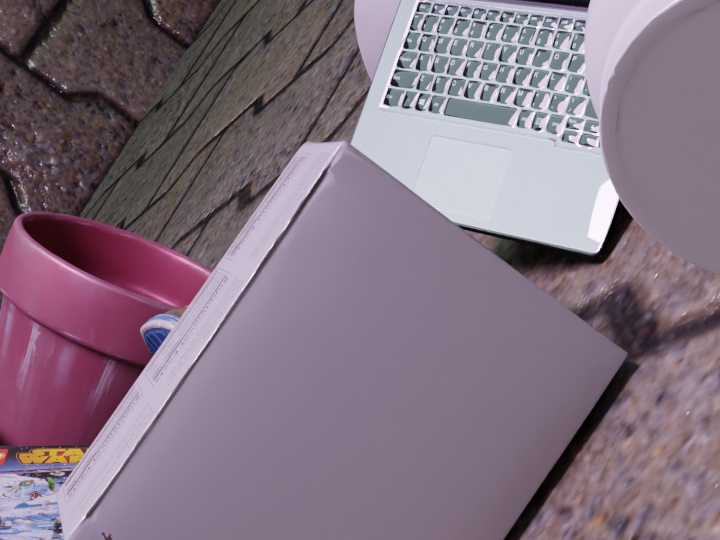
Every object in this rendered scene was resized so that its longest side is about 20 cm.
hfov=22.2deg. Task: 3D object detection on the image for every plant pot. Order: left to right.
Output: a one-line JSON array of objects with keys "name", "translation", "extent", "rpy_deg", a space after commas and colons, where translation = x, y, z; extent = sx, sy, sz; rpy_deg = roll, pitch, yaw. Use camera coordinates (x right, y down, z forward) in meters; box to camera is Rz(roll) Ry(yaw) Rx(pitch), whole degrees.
[{"name": "plant pot", "translation": [-0.212, 0.073, 1.462], "extent": [0.200, 0.199, 0.180], "rpy_deg": [-112, 44, -75]}]

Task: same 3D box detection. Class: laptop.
[{"name": "laptop", "translation": [0.052, -0.131, 0.921], "extent": [0.187, 0.116, 0.201], "rpy_deg": [15, 82, 44]}]

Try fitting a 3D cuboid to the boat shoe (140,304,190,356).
[{"name": "boat shoe", "translation": [-0.100, 0.053, 1.255], "extent": [0.072, 0.072, 0.200], "rpy_deg": [-40, -8, -12]}]

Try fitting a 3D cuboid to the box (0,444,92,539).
[{"name": "box", "translation": [-0.127, 0.135, 0.992], "extent": [0.137, 0.199, 0.040], "rpy_deg": [-106, 16, -74]}]

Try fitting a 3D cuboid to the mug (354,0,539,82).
[{"name": "mug", "translation": [0.092, -0.174, 1.052], "extent": [0.149, 0.188, 0.153], "rpy_deg": [-19, 1, -34]}]

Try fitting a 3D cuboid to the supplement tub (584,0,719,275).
[{"name": "supplement tub", "translation": [0.159, -0.103, 0.667], "extent": [0.145, 0.145, 0.200], "rpy_deg": [-43, 16, 38]}]

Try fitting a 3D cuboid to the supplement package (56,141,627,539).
[{"name": "supplement package", "translation": [-0.012, 0.069, 0.804], "extent": [0.200, 0.155, 0.111], "rpy_deg": [-55, 11, -3]}]
